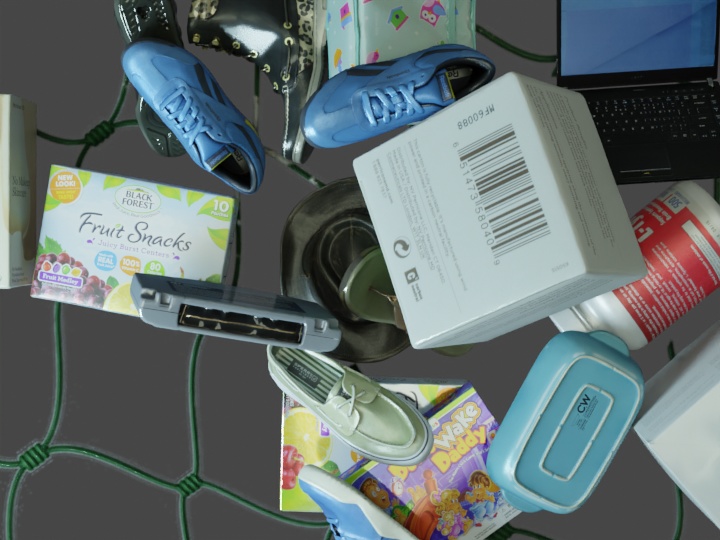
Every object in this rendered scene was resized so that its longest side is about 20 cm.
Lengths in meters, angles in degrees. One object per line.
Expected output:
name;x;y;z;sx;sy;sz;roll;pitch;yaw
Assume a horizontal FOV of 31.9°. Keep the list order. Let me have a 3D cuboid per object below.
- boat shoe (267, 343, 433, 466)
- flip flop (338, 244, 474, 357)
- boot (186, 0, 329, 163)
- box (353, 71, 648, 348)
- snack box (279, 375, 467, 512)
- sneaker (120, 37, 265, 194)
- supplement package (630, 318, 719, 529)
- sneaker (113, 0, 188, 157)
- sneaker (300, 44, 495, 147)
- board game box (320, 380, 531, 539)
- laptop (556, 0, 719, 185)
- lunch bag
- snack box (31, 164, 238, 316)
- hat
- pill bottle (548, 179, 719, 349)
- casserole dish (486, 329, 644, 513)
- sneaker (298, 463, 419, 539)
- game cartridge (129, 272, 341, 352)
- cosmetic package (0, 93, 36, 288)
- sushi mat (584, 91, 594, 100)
boat shoe;-0.017;0.133;1.273;0.199;0.062;0.072;28;78;21
flip flop;0.060;0.038;1.292;0.199;0.057;0.082;33;86;-37
boot;-0.108;-0.222;1.338;0.152;0.073;0.206;8;86;5
box;0.135;-0.052;1.218;0.199;0.171;0.201;-25;76;30
snack box;0.015;0.186;1.350;0.198;0.053;0.144;2;94;2
sneaker;-0.166;-0.155;1.292;0.066;0.079;0.200;-33;125;16
supplement package;0.385;0.147;1.257;0.191;0.200;0.147;-41;90;4
sneaker;-0.215;-0.227;1.349;0.075;0.114;0.201;-14;118;-2
sneaker;0.038;-0.170;1.212;0.199;0.078;0.067;-23;108;-20
board game box;0.072;0.229;1.302;0.199;0.045;0.135;-36;92;2
laptop;0.296;-0.198;1.289;0.175;0.104;0.202;-4;56;-1
lunch bag;0.048;-0.252;1.303;0.159;0.077;0.202;-2;94;-26
snack box;-0.240;-0.026;1.351;0.198;0.053;0.144;10;91;2
hat;0.000;0.000;1.333;0.198;0.081;0.203;0;92;2
pill bottle;0.291;0.008;1.301;0.200;0.112;0.113;-39;89;3
casserole dish;0.208;0.155;1.250;0.120;0.039;0.201;27;94;-16
sneaker;-0.002;0.288;1.243;0.199;0.077;0.112;39;83;-8
game cartridge;-0.128;0.040;1.257;0.198;0.133;0.042;10;92;-16
cosmetic package;-0.391;-0.084;1.342;0.070;0.105;0.202;1;93;1
sushi mat;0.165;-0.119;1.355;0.198;0.012;0.097;-16;91;3
